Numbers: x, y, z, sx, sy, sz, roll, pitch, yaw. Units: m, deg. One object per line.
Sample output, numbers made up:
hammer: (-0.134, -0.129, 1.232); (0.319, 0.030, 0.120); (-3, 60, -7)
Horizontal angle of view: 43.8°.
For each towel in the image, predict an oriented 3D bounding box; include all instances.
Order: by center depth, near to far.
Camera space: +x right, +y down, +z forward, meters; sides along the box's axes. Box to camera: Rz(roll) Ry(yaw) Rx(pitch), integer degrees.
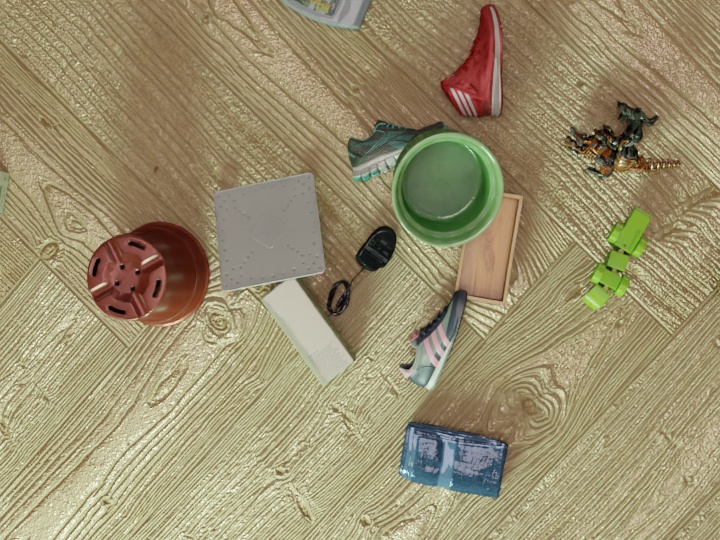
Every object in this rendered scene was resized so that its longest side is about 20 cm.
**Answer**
towel: (0.174, 0.355, 1.675); (0.196, 0.049, 0.114); (10, 93, 4)

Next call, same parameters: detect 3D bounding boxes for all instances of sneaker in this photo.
sneaker: (0.202, -0.382, 1.638); (0.113, 0.078, 0.205); (-3, 90, 4)
sneaker: (0.134, 0.120, 1.649); (0.081, 0.070, 0.203); (22, 103, 5)
sneaker: (0.062, -0.242, 1.658); (0.197, 0.078, 0.093); (-23, 86, 4)

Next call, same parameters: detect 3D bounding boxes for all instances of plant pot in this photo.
plant pot: (-0.397, 0.010, 1.642); (0.196, 0.195, 0.205); (0, 92, 6)

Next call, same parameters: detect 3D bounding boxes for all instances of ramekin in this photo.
ramekin: (0.147, -0.153, 1.580); (0.195, 0.098, 0.204); (-1, 110, -4)

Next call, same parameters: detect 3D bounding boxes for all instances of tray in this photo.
tray: (0.237, -0.045, 1.665); (0.097, 0.037, 0.204); (9, 93, 5)

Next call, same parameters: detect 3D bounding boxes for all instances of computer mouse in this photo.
computer mouse: (0.000, 0.000, 1.693); (0.058, 0.034, 0.201); (36, 100, -13)

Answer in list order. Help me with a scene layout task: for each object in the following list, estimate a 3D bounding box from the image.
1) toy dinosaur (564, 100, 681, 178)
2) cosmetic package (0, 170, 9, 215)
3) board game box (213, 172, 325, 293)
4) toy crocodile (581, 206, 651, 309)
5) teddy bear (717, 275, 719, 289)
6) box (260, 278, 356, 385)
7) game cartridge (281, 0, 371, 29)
toy dinosaur: (0.476, -0.229, 1.625); (0.196, 0.102, 0.138); (12, 108, -13)
cosmetic package: (-0.795, -0.167, 1.720); (0.196, 0.103, 0.089); (11, 92, 6)
board game box: (-0.170, -0.070, 1.671); (0.196, 0.026, 0.204); (-11, 69, 5)
toy crocodile: (0.470, -0.021, 1.637); (0.067, 0.062, 0.203); (25, 89, 4)
teddy bear: (0.735, 0.001, 1.615); (0.144, 0.067, 0.202); (34, 88, -6)
box: (-0.096, 0.110, 1.682); (0.082, 0.068, 0.202); (-35, 88, 4)
game cartridge: (-0.072, -0.538, 1.679); (0.197, 0.041, 0.135); (24, 97, 4)
